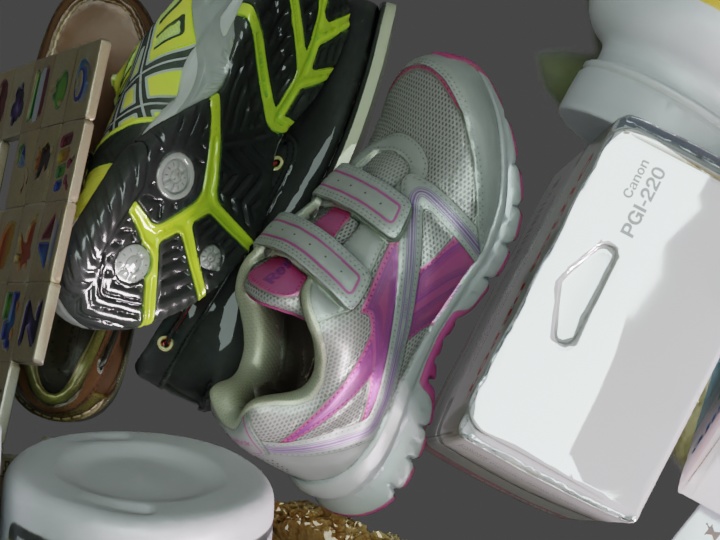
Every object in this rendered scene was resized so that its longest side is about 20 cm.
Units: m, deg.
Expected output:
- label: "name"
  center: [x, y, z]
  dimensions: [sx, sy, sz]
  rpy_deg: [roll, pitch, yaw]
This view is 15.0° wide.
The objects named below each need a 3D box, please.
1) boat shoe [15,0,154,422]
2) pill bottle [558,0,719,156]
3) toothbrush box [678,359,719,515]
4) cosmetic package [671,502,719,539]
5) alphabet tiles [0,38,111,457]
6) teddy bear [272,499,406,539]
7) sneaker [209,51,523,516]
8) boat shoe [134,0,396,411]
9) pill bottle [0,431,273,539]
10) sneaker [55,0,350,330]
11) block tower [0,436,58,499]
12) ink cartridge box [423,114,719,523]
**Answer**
- label: "boat shoe"
  center: [-0.119, -0.033, 1.218]
  dimensions: [0.072, 0.068, 0.201]
  rpy_deg: [2, 84, 0]
- label: "pill bottle"
  center: [0.172, -0.136, 1.217]
  dimensions: [0.112, 0.112, 0.201]
  rpy_deg: [30, 85, 1]
- label: "toothbrush box"
  center: [0.227, 0.052, 1.153]
  dimensions: [0.146, 0.200, 0.085]
  rpy_deg: [30, 120, 2]
- label: "cosmetic package"
  center: [0.101, 0.193, 1.160]
  dimensions: [0.052, 0.151, 0.200]
  rpy_deg: [38, 85, 12]
- label: "alphabet tiles"
  center: [-0.152, 0.006, 1.168]
  dimensions: [0.008, 0.167, 0.201]
  rpy_deg: [13, 84, -21]
- label: "teddy bear"
  center: [-0.042, 0.198, 1.208]
  dimensions: [0.144, 0.067, 0.201]
  rpy_deg: [-3, 90, 9]
- label: "sneaker"
  center: [0.000, 0.000, 1.149]
  dimensions: [0.088, 0.081, 0.201]
  rpy_deg: [21, 86, -40]
- label: "boat shoe"
  center: [-0.039, -0.034, 1.218]
  dimensions: [0.063, 0.074, 0.202]
  rpy_deg: [23, 84, 1]
- label: "pill bottle"
  center: [-0.097, 0.176, 1.121]
  dimensions: [0.111, 0.111, 0.201]
  rpy_deg: [6, 106, -1]
- label: "sneaker"
  center: [-0.078, -0.056, 1.180]
  dimensions: [0.075, 0.076, 0.200]
  rpy_deg: [52, 58, -34]
- label: "block tower"
  center: [-0.159, 0.173, 1.204]
  dimensions: [0.058, 0.054, 0.201]
  rpy_deg: [8, 84, -2]
- label: "ink cartridge box"
  center: [0.097, 0.026, 1.154]
  dimensions: [0.085, 0.200, 0.146]
  rpy_deg: [28, 84, 1]
